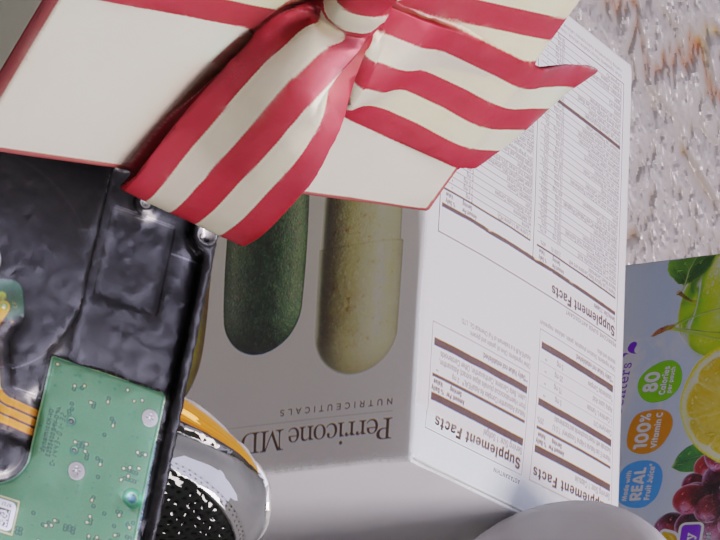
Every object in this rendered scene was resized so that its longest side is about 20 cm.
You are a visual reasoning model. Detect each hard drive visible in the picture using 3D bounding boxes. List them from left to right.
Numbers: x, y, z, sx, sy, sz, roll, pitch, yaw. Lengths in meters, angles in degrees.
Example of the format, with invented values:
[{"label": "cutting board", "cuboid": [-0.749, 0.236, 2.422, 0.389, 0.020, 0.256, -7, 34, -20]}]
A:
[{"label": "hard drive", "cuboid": [-0.118, 0.028, 0.771, 0.139, 0.038, 0.201, 19, 66, -22]}]

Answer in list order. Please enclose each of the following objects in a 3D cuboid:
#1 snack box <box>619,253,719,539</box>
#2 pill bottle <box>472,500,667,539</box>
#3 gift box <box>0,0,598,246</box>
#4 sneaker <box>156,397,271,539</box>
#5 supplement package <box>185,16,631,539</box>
[{"label": "snack box", "cuboid": [0.119, 0.089, 1.227, 0.053, 0.142, 0.201, 52, 41, -41]}, {"label": "pill bottle", "cuboid": [0.107, 0.180, 0.988, 0.200, 0.114, 0.115, 49, 44, -38]}, {"label": "gift box", "cuboid": [-0.013, -0.131, 0.778, 0.199, 0.185, 0.187, 3, 45, -33]}, {"label": "sneaker", "cuboid": [-0.122, 0.076, 0.817, 0.199, 0.078, 0.077, 4, 50, -19]}, {"label": "supplement package", "cuboid": [0.000, 0.000, 1.040, 0.151, 0.151, 0.201, 30, 58, -52]}]
